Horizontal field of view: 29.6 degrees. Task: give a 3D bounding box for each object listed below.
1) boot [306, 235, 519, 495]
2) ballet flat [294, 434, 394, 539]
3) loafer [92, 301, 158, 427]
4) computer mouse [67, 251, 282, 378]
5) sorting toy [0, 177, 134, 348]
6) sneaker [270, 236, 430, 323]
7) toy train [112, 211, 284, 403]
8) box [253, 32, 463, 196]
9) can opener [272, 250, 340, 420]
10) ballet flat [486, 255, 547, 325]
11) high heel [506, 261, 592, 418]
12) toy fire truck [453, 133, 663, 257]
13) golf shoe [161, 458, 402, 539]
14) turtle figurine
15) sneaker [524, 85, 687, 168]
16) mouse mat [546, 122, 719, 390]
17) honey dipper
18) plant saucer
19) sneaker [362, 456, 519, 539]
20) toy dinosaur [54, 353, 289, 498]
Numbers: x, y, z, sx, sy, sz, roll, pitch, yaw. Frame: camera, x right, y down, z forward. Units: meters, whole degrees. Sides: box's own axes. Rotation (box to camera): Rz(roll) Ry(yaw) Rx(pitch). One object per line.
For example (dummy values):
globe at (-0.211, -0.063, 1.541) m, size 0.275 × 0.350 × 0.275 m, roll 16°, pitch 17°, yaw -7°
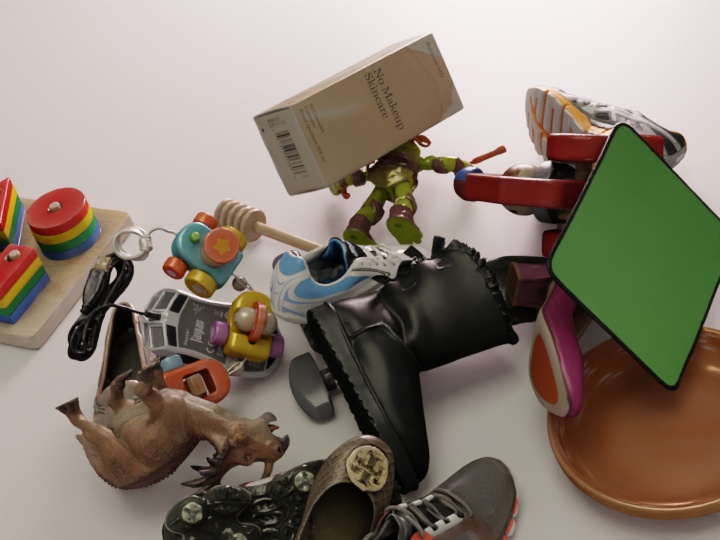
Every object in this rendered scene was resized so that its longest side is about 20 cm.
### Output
boot at (0.061, 0.076, 1.183) m, size 0.162 × 0.073 × 0.198 m, roll -22°, pitch 65°, yaw -13°
ballet flat at (-0.029, 0.219, 1.058) m, size 0.067 × 0.046 × 0.200 m, roll 33°, pitch 75°, yaw -7°
loafer at (-0.223, 0.113, 1.282) m, size 0.072 × 0.063 × 0.200 m, roll -14°, pitch 41°, yaw 5°
computer mouse at (-0.171, 0.058, 1.284) m, size 0.200 × 0.044 × 0.110 m, roll 19°, pitch 63°, yaw -18°
sorting toy at (-0.386, -0.022, 1.487) m, size 0.200 × 0.070 × 0.199 m, roll 8°, pitch 47°, yaw 27°
sneaker at (0.000, 0.000, 1.280) m, size 0.200 × 0.073 × 0.072 m, roll -14°, pitch 41°, yaw -44°
toy train at (-0.145, 0.038, 1.245) m, size 0.150 × 0.056 × 0.200 m, roll -14°, pitch 79°, yaw -28°
box at (0.000, -0.162, 1.401) m, size 0.200 × 0.095 × 0.078 m, roll -34°, pitch 15°, yaw -31°
can opener at (-0.051, 0.055, 1.293) m, size 0.066 × 0.053 × 0.200 m, roll -21°, pitch 40°, yaw -2°
ballet flat at (0.114, 0.029, 1.270) m, size 0.200 × 0.057 × 0.067 m, roll -9°, pitch 62°, yaw 0°
high heel at (0.188, 0.053, 1.157) m, size 0.096 × 0.068 × 0.200 m, roll 4°, pitch 38°, yaw -9°
toy fire truck at (0.181, -0.072, 1.271) m, size 0.168 × 0.112 × 0.200 m, roll 5°, pitch 7°, yaw 40°
golf shoe at (-0.065, 0.196, 1.120) m, size 0.200 × 0.077 × 0.088 m, roll -4°, pitch -6°, yaw -15°
turtle figurine at (0.045, -0.091, 1.412) m, size 0.200 × 0.064 × 0.161 m, roll -2°, pitch 43°, yaw 17°
sneaker at (0.246, -0.140, 1.396) m, size 0.077 × 0.078 × 0.200 m, roll -25°, pitch 43°, yaw -29°
mouse mat at (0.241, -0.015, 1.151) m, size 0.008 × 0.161 × 0.200 m, roll -30°, pitch 22°, yaw 51°
honey dipper at (-0.069, -0.030, 1.409) m, size 0.200 × 0.038 × 0.038 m, roll 21°, pitch 54°, yaw 34°
plant saucer at (0.254, 0.126, 1.116) m, size 0.200 × 0.037 × 0.200 m, roll -10°, pitch 41°, yaw 8°
sneaker at (0.053, 0.209, 1.061) m, size 0.077 × 0.082 × 0.200 m, roll 22°, pitch 54°, yaw 37°
toy dinosaur at (-0.175, 0.150, 1.167) m, size 0.200 × 0.136 × 0.086 m, roll -24°, pitch 2°, yaw 27°
